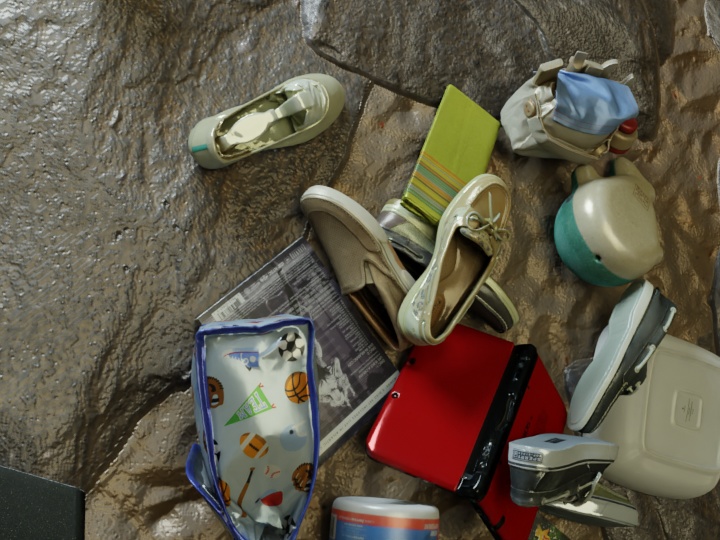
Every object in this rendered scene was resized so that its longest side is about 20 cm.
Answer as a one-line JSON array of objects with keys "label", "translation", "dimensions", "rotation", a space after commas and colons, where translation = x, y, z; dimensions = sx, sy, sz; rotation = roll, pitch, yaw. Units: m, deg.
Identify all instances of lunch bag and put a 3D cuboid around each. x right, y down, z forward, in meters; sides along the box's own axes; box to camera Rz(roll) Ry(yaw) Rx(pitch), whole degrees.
[{"label": "lunch bag", "translation": [-0.097, 0.146, 0.784], "dimensions": [0.122, 0.170, 0.203], "rotation": [-6, 90, -9]}]

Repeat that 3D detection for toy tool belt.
[{"label": "toy tool belt", "translation": [0.274, -0.197, 1.030], "dimensions": [0.198, 0.123, 0.126], "rotation": [-1, 55, -24]}]

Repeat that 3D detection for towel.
[{"label": "towel", "translation": [0.106, -0.125, 0.984], "dimensions": [0.086, 0.018, 0.201], "rotation": [35, 51, -16]}]

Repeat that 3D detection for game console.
[{"label": "game console", "translation": [0.122, 0.175, 0.930], "dimensions": [0.173, 0.118, 0.201], "rotation": [57, 45, -29]}]

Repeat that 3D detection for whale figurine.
[{"label": "whale figurine", "translation": [0.307, -0.061, 1.067], "dimensions": [0.159, 0.104, 0.200], "rotation": [45, 42, -8]}]

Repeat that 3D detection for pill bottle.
[{"label": "pill bottle", "translation": [0.019, 0.332, 0.848], "dimensions": [0.111, 0.112, 0.203], "rotation": [9, 78, -23]}]

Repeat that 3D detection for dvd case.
[{"label": "dvd case", "translation": [-0.058, 0.088, 0.906], "dimensions": [0.148, 0.016, 0.201], "rotation": [-39, 98, -25]}]

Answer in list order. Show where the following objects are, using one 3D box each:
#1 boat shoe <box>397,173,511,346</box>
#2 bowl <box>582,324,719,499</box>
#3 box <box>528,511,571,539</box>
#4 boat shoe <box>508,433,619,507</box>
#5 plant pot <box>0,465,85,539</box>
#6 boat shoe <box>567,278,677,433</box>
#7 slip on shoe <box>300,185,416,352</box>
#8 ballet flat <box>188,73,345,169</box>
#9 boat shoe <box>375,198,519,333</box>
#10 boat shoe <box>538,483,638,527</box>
[{"label": "boat shoe", "translation": [0.110, -0.010, 0.894], "dimensions": [0.073, 0.063, 0.202], "rotation": [29, 80, -18]}, {"label": "bowl", "translation": [0.379, 0.175, 1.061], "dimensions": [0.198, 0.075, 0.202], "rotation": [18, 76, -20]}, {"label": "box", "translation": [0.188, 0.391, 0.956], "dimensions": [0.136, 0.038, 0.201], "rotation": [41, 68, -14]}, {"label": "boat shoe", "translation": [0.211, 0.208, 0.884], "dimensions": [0.199, 0.073, 0.069], "rotation": [10, 85, -58]}, {"label": "plant pot", "translation": [-0.317, 0.248, 0.673], "dimensions": [0.198, 0.199, 0.179], "rotation": [23, 62, -19]}, {"label": "boat shoe", "translation": [0.305, 0.106, 0.987], "dimensions": [0.060, 0.076, 0.201], "rotation": [33, 78, -5]}, {"label": "slip on shoe", "translation": [0.000, 0.000, 0.917], "dimensions": [0.201, 0.076, 0.061], "rotation": [53, 55, -16]}, {"label": "ballet flat", "translation": [-0.087, -0.161, 0.907], "dimensions": [0.199, 0.069, 0.070], "rotation": [-32, 95, -26]}, {"label": "boat shoe", "translation": [0.089, 0.008, 0.961], "dimensions": [0.201, 0.072, 0.066], "rotation": [43, 73, -7]}, {"label": "boat shoe", "translation": [0.236, 0.248, 0.985], "dimensions": [0.198, 0.072, 0.063], "rotation": [20, 66, -19]}]
